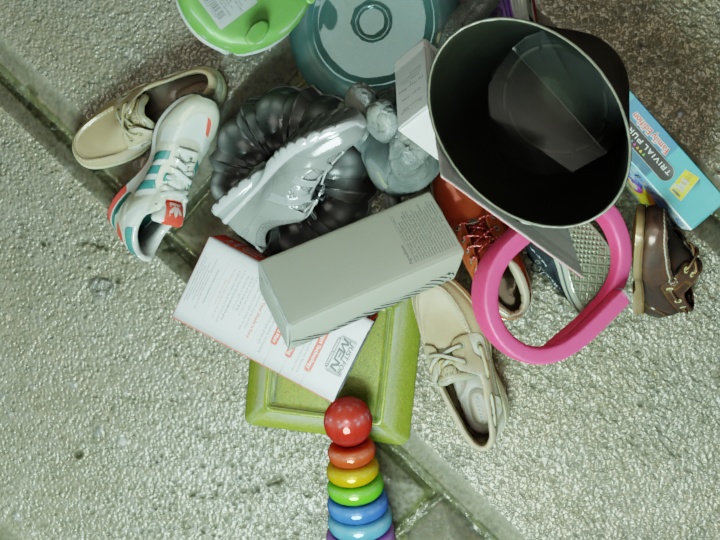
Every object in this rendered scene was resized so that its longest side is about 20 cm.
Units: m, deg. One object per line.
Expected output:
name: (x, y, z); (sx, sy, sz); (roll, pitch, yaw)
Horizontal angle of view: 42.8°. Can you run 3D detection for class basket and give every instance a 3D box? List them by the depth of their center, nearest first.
basket: (0.162, -0.142, 0.790); (0.180, 0.200, 0.136); (46, 118, 2)

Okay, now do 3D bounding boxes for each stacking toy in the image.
stacking toy: (-0.006, 0.236, 1.021); (0.085, 0.085, 0.202); (-4, 109, 7)

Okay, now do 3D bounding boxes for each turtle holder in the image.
turtle holder: (-0.120, -0.319, 0.984); (0.140, 0.132, 0.187); (22, 85, -16)

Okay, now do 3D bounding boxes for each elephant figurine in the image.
elephant figurine: (0.088, -0.177, 0.964); (0.200, 0.155, 0.142); (-36, 87, -20)

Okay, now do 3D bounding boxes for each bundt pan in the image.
bundt pan: (-0.081, -0.106, 1.021); (0.200, 0.076, 0.204); (2, 100, 11)

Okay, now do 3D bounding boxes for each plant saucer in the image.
plant saucer: (0.015, -0.274, 1.026); (0.198, 0.036, 0.202); (0, 94, 7)
plant saucer: (-0.034, 0.097, 1.055); (0.198, 0.048, 0.202); (6, 96, 6)

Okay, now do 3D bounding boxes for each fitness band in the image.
fitness band: (0.203, 0.008, 0.945); (0.200, 0.037, 0.144); (-39, 106, -17)

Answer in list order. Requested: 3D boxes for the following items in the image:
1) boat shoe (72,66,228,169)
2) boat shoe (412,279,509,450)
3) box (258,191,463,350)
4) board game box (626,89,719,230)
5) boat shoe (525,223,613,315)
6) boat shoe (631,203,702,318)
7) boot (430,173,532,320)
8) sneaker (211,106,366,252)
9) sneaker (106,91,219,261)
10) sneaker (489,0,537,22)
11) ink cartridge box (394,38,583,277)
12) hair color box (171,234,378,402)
boat shoe: (-0.248, -0.178, 1.049); (0.199, 0.065, 0.073); (-23, 92, 8)
boat shoe: (0.107, 0.100, 1.007); (0.072, 0.065, 0.201); (-17, 102, 23)
box: (0.000, 0.000, 0.943); (0.199, 0.068, 0.083); (-22, 68, -14)
board game box: (0.274, -0.133, 0.948); (0.047, 0.151, 0.200); (-42, 89, 8)
boat shoe: (0.220, -0.024, 1.004); (0.075, 0.062, 0.200); (-41, 105, -17)
boat shoe: (0.312, -0.009, 0.937); (0.070, 0.200, 0.071); (5, 70, 21)
boot: (0.134, -0.038, 0.996); (0.075, 0.107, 0.201); (-26, 90, 10)
sneaker: (-0.060, -0.093, 0.943); (0.200, 0.075, 0.082); (-33, 104, 33)
sneaker: (-0.206, -0.097, 1.021); (0.200, 0.070, 0.094); (-52, 50, 19)
sneaker: (0.151, -0.262, 1.002); (0.083, 0.081, 0.202); (-9, 85, 21)
ink cartridge box: (0.116, -0.093, 0.843); (0.199, 0.177, 0.045); (31, 131, -34)
hair color box: (-0.092, 0.050, 1.003); (0.199, 0.061, 0.102); (28, 96, 5)
